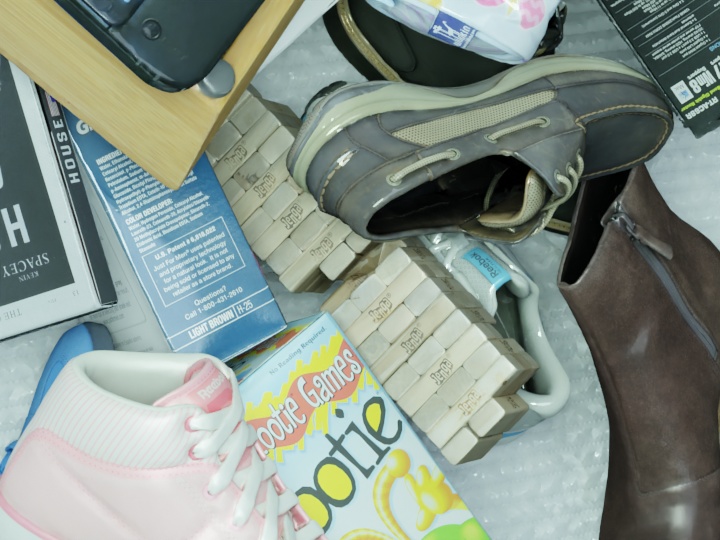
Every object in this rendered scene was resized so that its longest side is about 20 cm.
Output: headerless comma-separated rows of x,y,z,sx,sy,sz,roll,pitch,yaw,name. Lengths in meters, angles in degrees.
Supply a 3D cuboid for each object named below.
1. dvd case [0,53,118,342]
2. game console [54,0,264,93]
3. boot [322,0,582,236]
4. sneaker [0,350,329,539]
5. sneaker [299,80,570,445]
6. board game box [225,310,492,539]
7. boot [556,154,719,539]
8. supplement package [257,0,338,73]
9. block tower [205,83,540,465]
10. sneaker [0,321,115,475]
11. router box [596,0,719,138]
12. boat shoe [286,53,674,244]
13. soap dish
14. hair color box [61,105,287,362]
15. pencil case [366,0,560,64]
-0.198,-0.061,1.173,0.025,0.150,0.201,-15,88,-64,dvd case
-0.076,-0.200,1.025,0.200,0.118,0.171,42,66,-14,game console
0.085,-0.089,1.296,0.200,0.138,0.078,34,71,-17,boot
-0.053,0.102,1.126,0.199,0.075,0.105,26,111,3,sneaker
0.044,-0.009,1.297,0.075,0.087,0.200,-36,97,-22,sneaker
-0.012,0.133,1.242,0.103,0.105,0.200,-39,99,-22,board game box
0.130,0.058,1.304,0.166,0.072,0.201,50,49,-40,boot
-0.093,-0.191,1.241,0.121,0.120,0.200,-43,101,-25,supplement package
0.000,0.000,1.249,0.054,0.058,0.200,-46,78,10,block tower
-0.154,0.119,1.199,0.078,0.066,0.201,10,83,-11,sneaker
0.155,-0.164,1.315,0.062,0.200,0.150,-33,98,20,router box
0.063,-0.045,1.223,0.199,0.075,0.073,-10,54,-28,boat shoe
-0.080,-0.161,1.129,0.157,0.081,0.200,39,67,-16,soap dish
-0.116,-0.046,1.222,0.060,0.100,0.201,-28,95,-25,hair color box
0.072,-0.191,1.172,0.090,0.083,0.201,26,88,-2,pencil case
